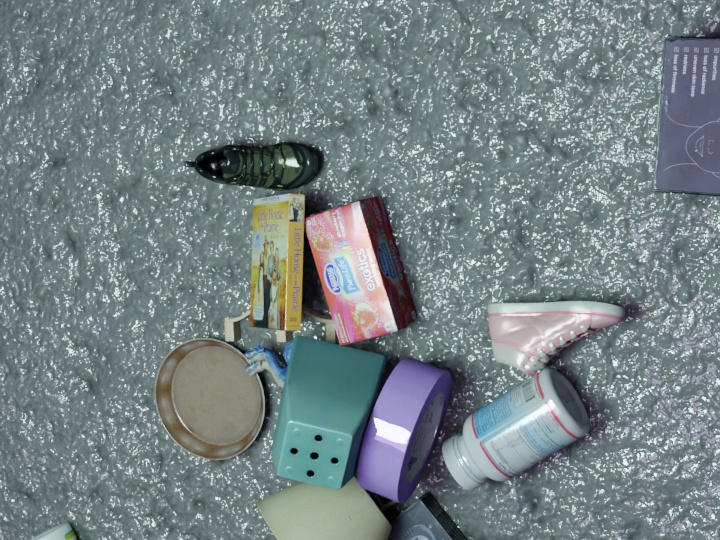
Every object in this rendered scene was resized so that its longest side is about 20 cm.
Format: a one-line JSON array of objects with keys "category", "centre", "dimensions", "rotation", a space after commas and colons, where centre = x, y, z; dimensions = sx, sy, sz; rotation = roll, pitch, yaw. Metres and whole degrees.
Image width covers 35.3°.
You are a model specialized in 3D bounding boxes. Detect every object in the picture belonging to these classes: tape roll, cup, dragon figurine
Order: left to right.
[{"category": "dragon figurine", "centre": [-0.084, 0.142, 1.740], "dimensions": [0.199, 0.059, 0.100], "rotation": [-17, 65, 6]}, {"category": "cup", "centre": [-0.039, 0.384, 1.685], "dimensions": [0.143, 0.200, 0.201], "rotation": [-37, 83, -6]}, {"category": "tape roll", "centre": [0.065, 0.230, 1.631], "dimensions": [0.065, 0.200, 0.201], "rotation": [19, 104, 18]}]

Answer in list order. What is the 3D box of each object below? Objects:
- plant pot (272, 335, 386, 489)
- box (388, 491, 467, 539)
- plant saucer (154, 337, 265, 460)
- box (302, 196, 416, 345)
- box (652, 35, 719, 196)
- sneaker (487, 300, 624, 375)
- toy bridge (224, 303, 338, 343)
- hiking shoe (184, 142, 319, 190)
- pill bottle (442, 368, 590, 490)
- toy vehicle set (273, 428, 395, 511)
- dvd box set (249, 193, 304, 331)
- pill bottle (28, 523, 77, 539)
[{"category": "plant pot", "centre": [-0.053, 0.209, 1.593], "dimensions": [0.141, 0.200, 0.142], "rotation": [13, 112, 1]}, {"category": "box", "centre": [0.104, 0.467, 1.734], "dimensions": [0.160, 0.044, 0.200], "rotation": [-41, 82, 21]}, {"category": "plant saucer", "centre": [-0.239, 0.206, 1.832], "dimensions": [0.199, 0.034, 0.201], "rotation": [3, 98, 19]}, {"category": "box", "centre": [0.000, 0.000, 1.679], "dimensions": [0.099, 0.095, 0.201], "rotation": [-16, 92, 23]}, {"category": "box", "centre": [0.488, -0.195, 1.453], "dimensions": [0.196, 0.124, 0.201], "rotation": [6, 99, 21]}, {"category": "sneaker", "centre": [0.274, 0.096, 1.592], "dimensions": [0.199, 0.075, 0.105], "rotation": [-3, 81, 28]}, {"category": "toy bridge", "centre": [-0.121, 0.078, 1.773], "dimensions": [0.199, 0.027, 0.068], "rotation": [-1, 96, 21]}, {"category": "hiking shoe", "centre": [-0.163, -0.155, 1.716], "dimensions": [0.199, 0.101, 0.076], "rotation": [-2, 98, 21]}, {"category": "pill bottle", "centre": [0.219, 0.233, 1.623], "dimensions": [0.200, 0.109, 0.109], "rotation": [-35, 85, 22]}, {"category": "toy vehicle set", "centre": [-0.031, 0.298, 1.770], "dimensions": [0.124, 0.026, 0.200], "rotation": [-37, 84, 21]}, {"category": "dvd box set", "centre": [-0.126, -0.012, 1.699], "dimensions": [0.146, 0.029, 0.201], "rotation": [2, 89, 63]}, {"category": "pill bottle", "centre": [-0.512, 0.548, 1.941], "dimensions": [0.111, 0.111, 0.201], "rotation": [-25, 88, 22]}]
